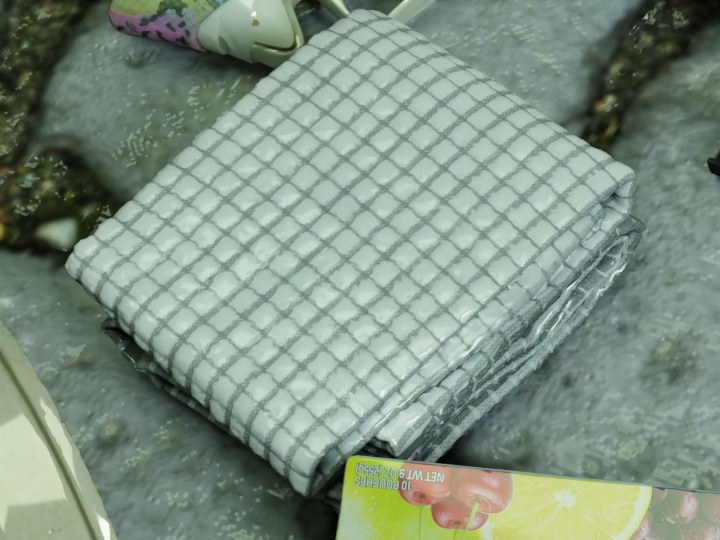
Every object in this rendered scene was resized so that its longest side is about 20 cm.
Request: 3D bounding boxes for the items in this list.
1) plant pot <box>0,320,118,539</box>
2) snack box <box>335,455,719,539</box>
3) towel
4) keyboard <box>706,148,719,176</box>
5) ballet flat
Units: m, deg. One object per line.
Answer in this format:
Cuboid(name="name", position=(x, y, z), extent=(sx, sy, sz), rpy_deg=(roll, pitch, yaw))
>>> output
Cuboid(name="plant pot", position=(-0.196, 0.132, 0.944), extent=(0.183, 0.200, 0.200), rpy_deg=(-23, 54, -19))
Cuboid(name="snack box", position=(0.087, 0.151, 0.960), extent=(0.200, 0.053, 0.142), rpy_deg=(4, 81, 14))
Cuboid(name="towel", position=(0.000, 0.000, 1.091), extent=(0.166, 0.086, 0.200), rpy_deg=(37, 70, 26))
Cuboid(name="keyboard", position=(0.245, -0.019, 1.094), extent=(0.200, 0.021, 0.127), rpy_deg=(22, 56, 25))
Cuboid(name="ballet flat", position=(-0.019, -0.137, 1.206), extent=(0.200, 0.069, 0.071), rpy_deg=(-21, 74, -4))
